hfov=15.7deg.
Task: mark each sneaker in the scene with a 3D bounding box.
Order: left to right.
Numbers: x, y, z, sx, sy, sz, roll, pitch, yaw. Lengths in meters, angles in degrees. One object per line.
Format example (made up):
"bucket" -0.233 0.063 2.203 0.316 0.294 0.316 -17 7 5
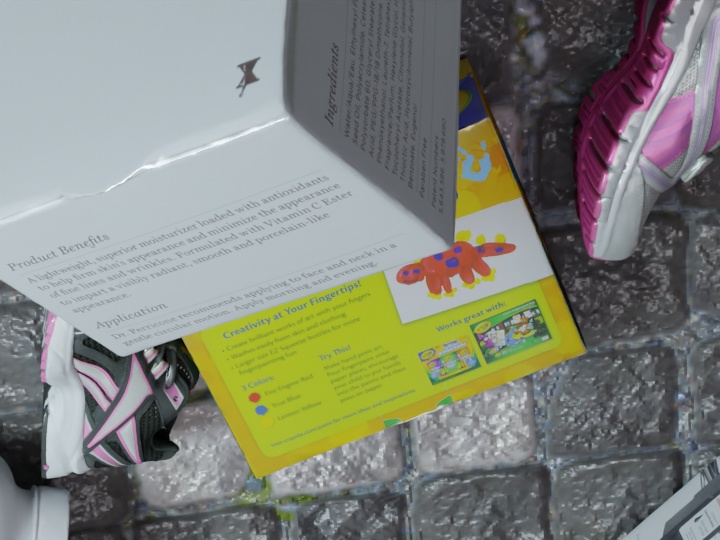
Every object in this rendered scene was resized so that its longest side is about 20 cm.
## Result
"sneaker" -0.130 0.041 1.419 0.086 0.080 0.200 1 147 -6
"sneaker" 0.175 -0.088 1.382 0.088 0.081 0.200 15 119 -14

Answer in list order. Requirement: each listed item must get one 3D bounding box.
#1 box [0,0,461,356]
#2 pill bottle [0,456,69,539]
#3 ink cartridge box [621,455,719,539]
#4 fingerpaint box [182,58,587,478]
"box" -0.069 -0.093 1.198 0.199 0.200 0.131 -18 144 31
"pill bottle" -0.268 0.149 1.462 0.200 0.112 0.112 7 120 -12
"ink cartridge box" 0.255 0.183 1.568 0.145 0.083 0.200 38 110 -26
"fingerpaint box" 0.000 0.000 1.427 0.200 0.073 0.167 -22 123 6
